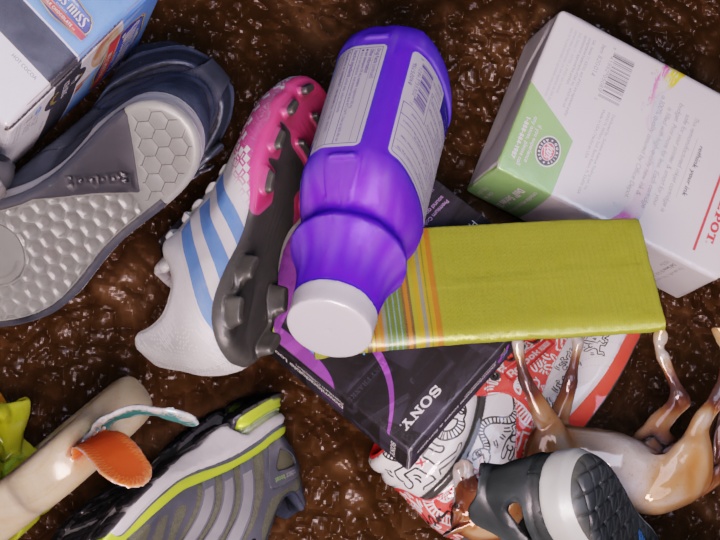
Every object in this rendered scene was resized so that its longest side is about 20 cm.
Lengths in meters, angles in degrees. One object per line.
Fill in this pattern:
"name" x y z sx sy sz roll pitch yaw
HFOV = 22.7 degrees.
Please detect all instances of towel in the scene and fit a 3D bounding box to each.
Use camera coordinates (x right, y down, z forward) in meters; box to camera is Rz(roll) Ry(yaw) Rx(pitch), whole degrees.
"towel" 0.067 0.010 1.014 0.197 0.018 0.087 -4 49 -3

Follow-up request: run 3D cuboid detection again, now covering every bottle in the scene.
"bottle" 0.003 -0.044 0.994 0.065 0.084 0.201 -2 49 19

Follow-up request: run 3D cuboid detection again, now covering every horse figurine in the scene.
"horse figurine" 0.149 0.095 1.043 0.198 0.050 0.134 4 89 -18

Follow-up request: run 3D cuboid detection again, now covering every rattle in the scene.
"rattle" -0.175 0.063 0.943 0.129 0.200 0.144 -23 86 -18

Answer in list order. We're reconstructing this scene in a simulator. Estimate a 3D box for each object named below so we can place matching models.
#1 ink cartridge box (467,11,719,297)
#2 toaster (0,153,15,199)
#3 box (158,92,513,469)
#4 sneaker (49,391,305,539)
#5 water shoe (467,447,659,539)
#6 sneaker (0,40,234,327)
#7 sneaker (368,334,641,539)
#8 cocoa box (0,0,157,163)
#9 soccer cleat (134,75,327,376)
"ink cartridge box" 0.182 -0.062 1.137 0.198 0.067 0.118 27 73 -8
"toaster" -0.292 -0.062 0.962 0.199 0.114 0.129 30 71 34
"box" 0.000 0.000 1.058 0.199 0.036 0.143 39 71 15
"sneaker" -0.095 0.142 0.993 0.199 0.074 0.082 -35 98 -42
"water shoe" 0.121 0.164 1.010 0.201 0.078 0.072 62 37 -41
"sneaker" -0.156 -0.054 1.041 0.201 0.147 0.077 -32 109 21
"sneaker" 0.087 0.063 1.087 0.108 0.067 0.202 37 75 -9
"cocoa box" -0.227 -0.175 1.010 0.200 0.133 0.131 45 71 -3
"soccer cleat" -0.073 -0.030 1.017 0.070 0.086 0.201 53 42 -40
